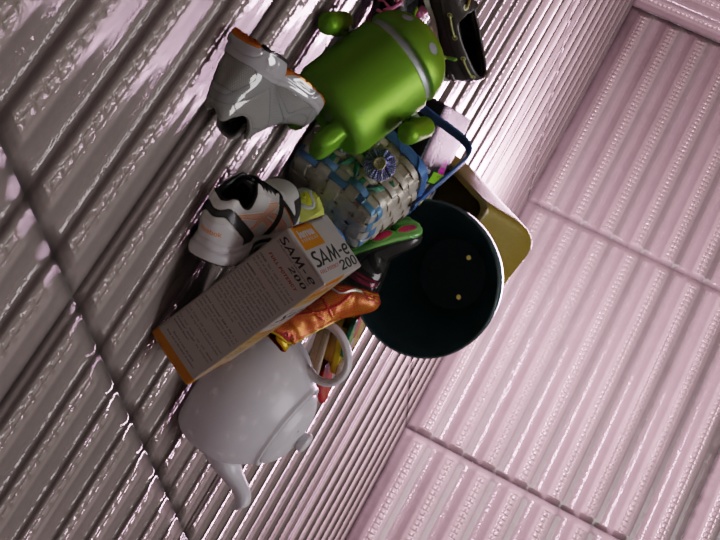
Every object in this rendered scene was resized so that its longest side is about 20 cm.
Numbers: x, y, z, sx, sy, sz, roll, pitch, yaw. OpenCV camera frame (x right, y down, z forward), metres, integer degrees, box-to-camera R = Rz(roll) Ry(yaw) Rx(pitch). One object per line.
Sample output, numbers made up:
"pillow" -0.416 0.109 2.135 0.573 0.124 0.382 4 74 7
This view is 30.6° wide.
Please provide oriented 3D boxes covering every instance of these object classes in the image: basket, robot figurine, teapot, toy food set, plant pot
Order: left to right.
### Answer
"teapot" -0.116 0.164 1.620 0.198 0.146 0.201 -47 170 -31
"toy food set" -0.026 0.078 1.795 0.201 0.048 0.199 104 6 -54
"robot figurine" 0.011 -0.211 1.476 0.199 0.176 0.116 -37 177 -12
"basket" 0.021 -0.141 1.602 0.200 0.176 0.139 -48 172 -30
"plant pot" 0.103 0.008 1.727 0.202 0.198 0.135 -66 162 11
"plant pot" 0.143 -0.050 1.969 0.199 0.196 0.195 19 115 -45

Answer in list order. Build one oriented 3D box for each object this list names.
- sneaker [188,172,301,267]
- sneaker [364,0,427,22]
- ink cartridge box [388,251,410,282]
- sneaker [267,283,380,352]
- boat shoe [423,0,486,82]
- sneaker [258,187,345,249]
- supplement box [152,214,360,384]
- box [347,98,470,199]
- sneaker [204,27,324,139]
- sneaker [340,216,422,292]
"sneaker" -0.112 -0.070 1.420 0.200 0.073 0.081 -43 153 -62
"sneaker" 0.034 -0.305 1.577 0.096 0.078 0.202 77 29 -61
"ink cartridge box" 0.015 -0.047 1.874 0.200 0.039 0.101 -161 -106 -66
"sneaker" -0.072 0.054 1.552 0.073 0.197 0.078 161 -78 -76
"boat shoe" 0.116 -0.321 1.606 0.072 0.060 0.203 -59 147 -41
"sneaker" -0.068 -0.011 1.590 0.075 0.105 0.201 -36 165 -23
"supplement box" -0.110 0.030 1.414 0.199 0.074 0.126 -36 177 21
"box" 0.053 -0.174 1.793 0.150 0.123 0.200 -65 167 7
"sneaker" -0.102 -0.167 1.296 0.093 0.075 0.200 -57 161 2
"sneaker" 0.000 0.000 1.665 0.199 0.084 0.077 -33 -155 17
